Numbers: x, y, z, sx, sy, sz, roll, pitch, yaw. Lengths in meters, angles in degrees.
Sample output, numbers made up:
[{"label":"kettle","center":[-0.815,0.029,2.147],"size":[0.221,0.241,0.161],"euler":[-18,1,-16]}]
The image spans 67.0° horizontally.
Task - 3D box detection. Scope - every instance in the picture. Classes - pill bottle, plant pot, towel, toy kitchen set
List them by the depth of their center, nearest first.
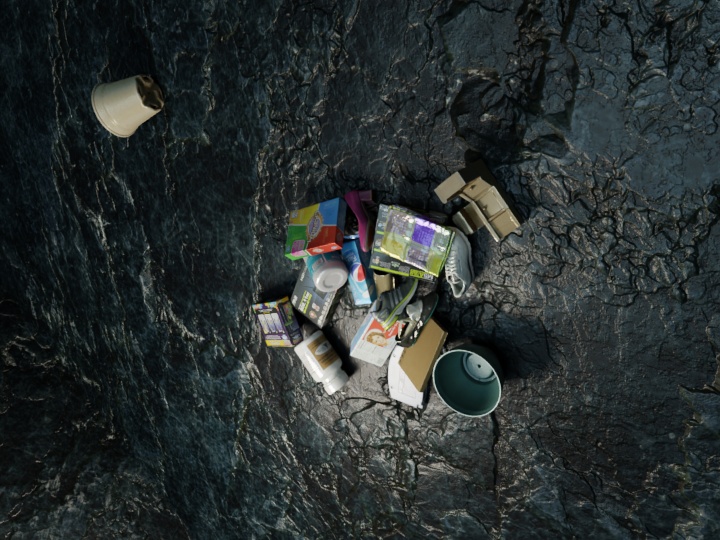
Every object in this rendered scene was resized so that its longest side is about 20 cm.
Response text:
[{"label":"toy kitchen set","center":[0.278,-0.143,1.397],"size":[0.163,0.180,0.201],"euler":[-37,87,37]},{"label":"towel","center":[0.148,-0.081,1.481],"size":[0.198,0.023,0.146],"euler":[26,114,22]},{"label":"plant pot","center":[0.324,0.294,1.555],"size":[0.198,0.134,0.204],"euler":[11,112,29]},{"label":"pill bottle","center":[-0.120,-0.039,1.704],"size":[0.111,0.109,0.201],"euler":[-59,42,33]},{"label":"pill bottle","center":[-0.128,0.317,1.868],"size":[0.114,0.114,0.201],"euler":[-38,85,36]},{"label":"plant pot","center":[-0.816,-0.605,1.947],"size":[0.181,0.200,0.203],"euler":[-13,100,23]}]

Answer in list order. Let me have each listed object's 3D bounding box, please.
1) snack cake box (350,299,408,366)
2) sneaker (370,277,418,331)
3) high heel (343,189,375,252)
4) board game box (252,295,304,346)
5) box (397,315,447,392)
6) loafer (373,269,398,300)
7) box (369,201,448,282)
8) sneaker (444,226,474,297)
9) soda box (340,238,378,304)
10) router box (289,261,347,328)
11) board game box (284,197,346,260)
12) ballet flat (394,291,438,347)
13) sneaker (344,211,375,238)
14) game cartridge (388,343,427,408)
[{"label":"snack cake box","center":[0.057,0.198,1.703],"size":[0.114,0.068,0.201],"euler":[22,124,-11]},{"label":"sneaker","center":[0.103,0.074,1.597],"size":[0.080,0.201,0.074],"euler":[34,166,-4]},{"label":"high heel","center":[-0.008,-0.145,1.605],"size":[0.095,0.067,0.203],"euler":[-6,64,21]},{"label":"board game box","center":[-0.294,0.182,1.928],"size":[0.199,0.056,0.168],"euler":[-9,104,54]},{"label":"box","center":[0.181,0.231,1.606],"size":[0.203,0.021,0.164],"euler":[-70,26,15]},{"label":"loafer","center":[0.072,0.014,1.656],"size":[0.075,0.067,0.203],"euler":[9,112,30]},{"label":"box","center":[0.136,-0.082,1.549],"size":[0.197,0.048,0.196],"euler":[12,111,9]},{"label":"sneaker","center":[0.259,-0.025,1.485],"size":[0.076,0.081,0.202],"euler":[-1,124,40]},{"label":"soda box","center":[0.000,0.000,1.697],"size":[0.063,0.068,0.203],"euler":[-8,102,35]},{"label":"router box","center":[-0.141,0.069,1.818],"size":[0.149,0.062,0.202],"euler":[35,123,19]},{"label":"board game box","center":[-0.137,-0.125,1.655],"size":[0.198,0.040,0.155],"euler":[-12,62,34]},{"label":"ballet flat","center":[0.157,0.143,1.588],"size":[0.067,0.068,0.202],"euler":[15,115,-19]},{"label":"sneaker","center":[-0.047,-0.146,1.672],"size":[0.197,0.071,0.084],"euler":[10,110,28]},{"label":"game cartridge","center":[0.152,0.332,1.742],"size":[0.132,0.040,0.203],"euler":[14,114,24]}]
